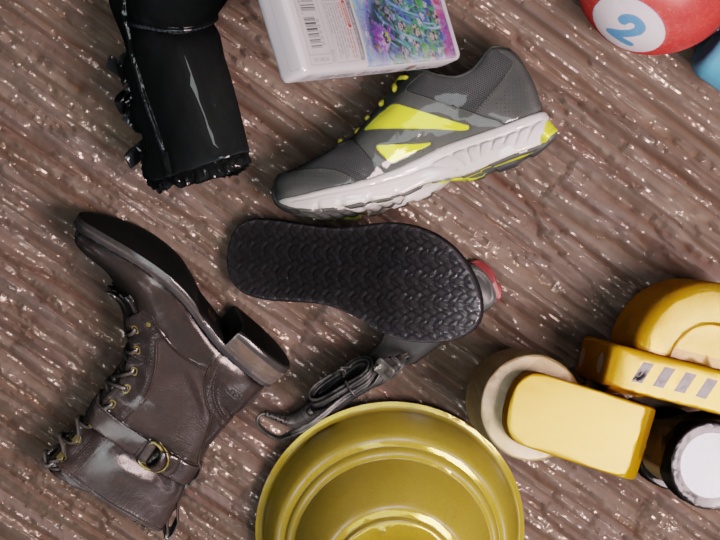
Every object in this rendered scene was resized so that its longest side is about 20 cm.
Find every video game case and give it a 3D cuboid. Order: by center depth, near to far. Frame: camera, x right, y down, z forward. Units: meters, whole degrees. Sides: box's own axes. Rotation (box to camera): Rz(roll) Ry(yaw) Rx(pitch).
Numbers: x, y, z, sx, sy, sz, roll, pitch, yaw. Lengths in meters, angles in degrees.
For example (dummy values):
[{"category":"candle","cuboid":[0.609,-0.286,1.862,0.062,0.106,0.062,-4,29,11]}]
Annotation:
[{"category":"video game case","cuboid":[-0.018,-0.219,1.038,0.024,0.181,0.202,-18,89,34]}]

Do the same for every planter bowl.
[{"category":"planter bowl","cuboid":[0.023,0.202,1.192,0.198,0.084,0.203,-1,106,-2]}]

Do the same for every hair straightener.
[{"category":"hair straightener","cuboid":[0.008,0.059,1.169,0.199,0.077,0.041,-32,88,10]}]

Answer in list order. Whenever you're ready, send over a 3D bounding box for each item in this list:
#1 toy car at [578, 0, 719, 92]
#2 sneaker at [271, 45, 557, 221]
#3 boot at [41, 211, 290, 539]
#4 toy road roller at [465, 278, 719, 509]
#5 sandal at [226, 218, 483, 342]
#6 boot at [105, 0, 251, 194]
[{"category":"toy car","cuboid":[0.210,-0.211,1.038,0.183,0.200,0.178,32,102,-6]},{"category":"sneaker","cuboid":[0.031,-0.091,1.144,0.198,0.074,0.086,-17,84,5]},{"category":"boot","cuboid":[-0.164,0.077,1.179,0.200,0.069,0.174,41,100,-10]},{"category":"toy road roller","cuboid":[0.181,0.069,1.149,0.198,0.123,0.148,15,89,-5]},{"category":"sandal","cuboid":[0.000,0.000,1.149,0.198,0.045,0.076,12,95,30]},{"category":"boot","cuboid":[-0.105,-0.139,1.073,0.073,0.198,0.165,-14,93,-30]}]
